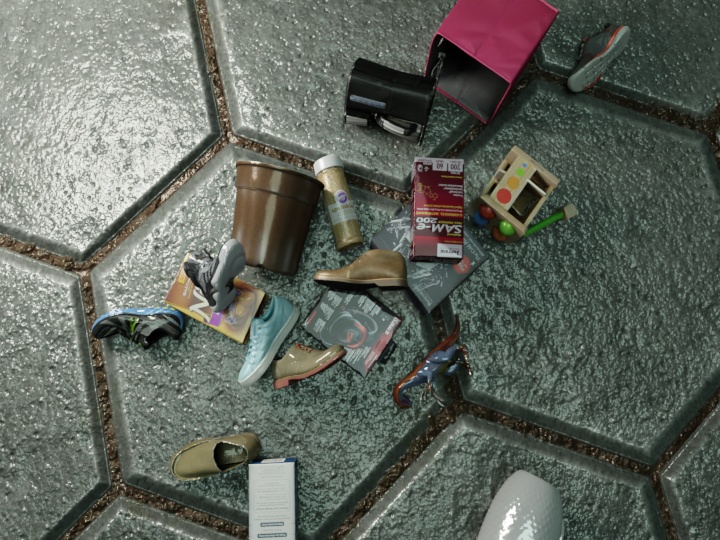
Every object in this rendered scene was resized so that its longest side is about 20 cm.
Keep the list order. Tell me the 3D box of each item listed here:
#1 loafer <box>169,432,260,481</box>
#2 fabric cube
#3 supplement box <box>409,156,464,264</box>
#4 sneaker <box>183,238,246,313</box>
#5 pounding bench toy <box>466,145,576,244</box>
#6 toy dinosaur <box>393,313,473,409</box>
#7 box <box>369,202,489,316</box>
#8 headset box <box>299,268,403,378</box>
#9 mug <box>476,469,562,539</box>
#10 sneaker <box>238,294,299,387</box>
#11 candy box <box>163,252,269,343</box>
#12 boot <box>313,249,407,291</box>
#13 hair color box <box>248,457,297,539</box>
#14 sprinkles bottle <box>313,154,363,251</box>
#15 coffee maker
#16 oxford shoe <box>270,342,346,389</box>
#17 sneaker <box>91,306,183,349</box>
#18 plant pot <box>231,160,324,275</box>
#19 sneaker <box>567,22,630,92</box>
[{"bbox_3d":[-0.306,0.384,1.115,0.193,0.068,0.079,-17,82,-4],"label":"loafer"},{"bbox_3d":[0.281,-0.498,1.198,0.197,0.196,0.202,35,82,5],"label":"fabric cube"},{"bbox_3d":[0.156,-0.122,1.102,0.104,0.061,0.209,2,81,-2],"label":"supplement box"},{"bbox_3d":[-0.296,-0.009,1.067,0.113,0.202,0.075,40,48,12],"label":"sneaker"},{"bbox_3d":[0.356,-0.131,1.179,0.198,0.124,0.158,38,82,4],"label":"pounding bench toy"},{"bbox_3d":[0.152,0.222,1.165,0.175,0.107,0.204,-14,44,10],"label":"toy dinosaur"},{"bbox_3d":[0.146,-0.039,1.171,0.181,0.104,0.201,-40,83,-6],"label":"box"},{"bbox_3d":[-0.011,0.122,1.157,0.197,0.075,0.151,36,82,4],"label":"headset box"},{"bbox_3d":[0.343,0.519,1.082,0.198,0.146,0.179,37,72,-26],"label":"mug"},{"bbox_3d":[-0.213,0.143,1.141,0.081,0.073,0.204,39,70,-23],"label":"sneaker"},{"bbox_3d":[-0.312,0.062,1.171,0.195,0.057,0.120,26,82,4],"label":"candy box"},{"bbox_3d":[0.000,0.000,1.100,0.192,0.074,0.079,-1,79,3],"label":"boot"},{"bbox_3d":[-0.177,0.498,1.103,0.096,0.061,0.209,-2,81,-1],"label":"hair color box"},{"bbox_3d":[-0.049,-0.151,1.202,0.066,0.068,0.207,-16,82,-4],"label":"sprinkles bottle"},{"bbox_3d":[0.070,-0.401,1.193,0.193,0.135,0.199,16,106,2],"label":"coffee maker"},{"bbox_3d":[-0.116,0.184,1.112,0.195,0.070,0.077,-25,80,26],"label":"oxford shoe"},{"bbox_3d":[-0.478,0.127,1.149,0.191,0.071,0.086,-4,75,-5],"label":"sneaker"},{"bbox_3d":[-0.188,-0.103,1.137,0.192,0.200,0.206,12,88,1],"label":"plant pot"},{"bbox_3d":[0.550,-0.509,1.281,0.199,0.078,0.082,-43,57,-8],"label":"sneaker"}]
